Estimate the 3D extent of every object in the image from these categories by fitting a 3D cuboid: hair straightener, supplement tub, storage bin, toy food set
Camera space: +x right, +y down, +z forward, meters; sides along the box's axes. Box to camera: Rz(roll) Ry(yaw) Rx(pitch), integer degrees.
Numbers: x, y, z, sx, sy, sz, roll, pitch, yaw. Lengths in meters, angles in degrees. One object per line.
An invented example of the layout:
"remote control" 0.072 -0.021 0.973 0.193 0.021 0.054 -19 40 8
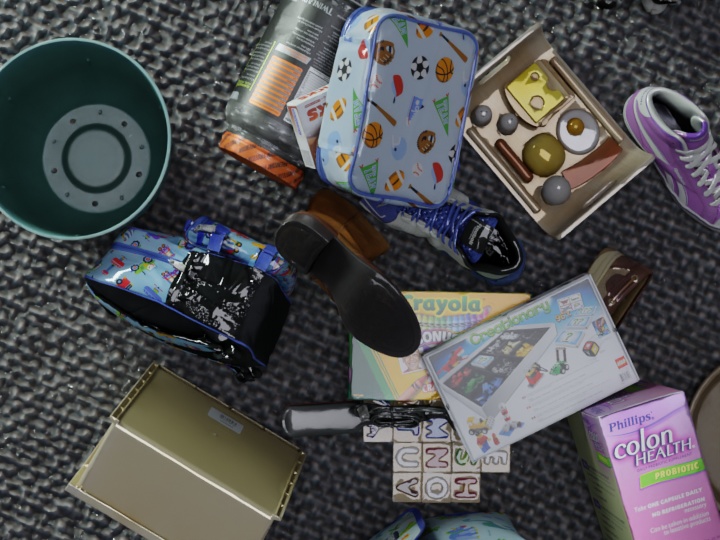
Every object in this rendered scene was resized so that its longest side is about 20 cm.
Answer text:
"hair straightener" 0.012 0.164 1.512 0.198 0.077 0.041 2 88 2
"supplement tub" -0.065 -0.198 1.496 0.122 0.123 0.201 28 88 -2
"storage bin" -0.172 0.205 1.453 0.199 0.199 0.094 31 105 -2
"toy food set" 0.206 -0.154 1.537 0.143 0.060 0.200 -40 89 -3

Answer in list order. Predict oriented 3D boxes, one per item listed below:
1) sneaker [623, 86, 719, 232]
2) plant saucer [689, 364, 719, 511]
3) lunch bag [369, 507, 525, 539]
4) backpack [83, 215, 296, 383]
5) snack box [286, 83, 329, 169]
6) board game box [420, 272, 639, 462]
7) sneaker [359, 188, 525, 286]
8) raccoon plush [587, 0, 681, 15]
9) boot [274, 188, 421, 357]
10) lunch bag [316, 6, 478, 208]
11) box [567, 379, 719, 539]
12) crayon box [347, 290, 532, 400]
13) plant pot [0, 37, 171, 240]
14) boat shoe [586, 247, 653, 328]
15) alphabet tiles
"sneaker" 0.368 -0.118 1.522 0.073 0.114 0.200 -45 93 -4
"plant saucer" 0.458 0.187 1.565 0.198 0.029 0.202 0 89 -2
"lunch bag" 0.074 0.322 1.474 0.198 0.170 0.128 -6 90 -1
"backpack" -0.180 0.016 1.468 0.199 0.183 0.135 21 80 9
"snack box" 0.018 -0.179 1.466 0.199 0.024 0.072 -28 114 -25
"board game box" 0.179 0.102 1.482 0.199 0.035 0.127 -25 92 -1
"sneaker" 0.102 -0.055 1.507 0.199 0.115 0.081 32 87 -2
"raccoon plush" 0.312 -0.356 1.496 0.133 0.200 0.097 -8 58 -3
"boot" 0.000 0.000 1.465 0.188 0.200 0.069 36 105 2
"lunch bag" 0.042 -0.160 1.427 0.159 0.075 0.202 6 99 -39
"box" 0.304 0.229 1.483 0.096 0.176 0.201 -17 90 -3
"crayon box" 0.085 0.081 1.526 0.198 0.058 0.120 1 90 -3
"plant pot" -0.288 -0.128 1.463 0.199 0.161 0.202 0 88 -1
"boat shoe" 0.255 0.075 1.526 0.072 0.072 0.201 27 81 28
"alphabet tiles" 0.085 0.158 1.558 0.166 0.008 0.202 1 89 -3
